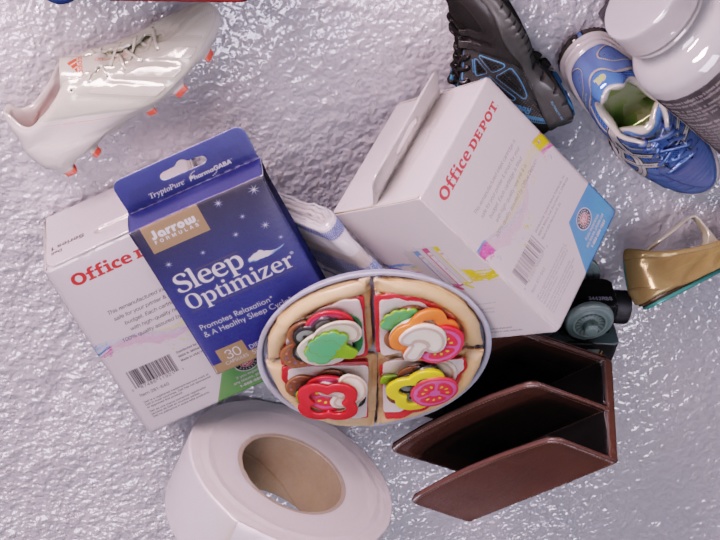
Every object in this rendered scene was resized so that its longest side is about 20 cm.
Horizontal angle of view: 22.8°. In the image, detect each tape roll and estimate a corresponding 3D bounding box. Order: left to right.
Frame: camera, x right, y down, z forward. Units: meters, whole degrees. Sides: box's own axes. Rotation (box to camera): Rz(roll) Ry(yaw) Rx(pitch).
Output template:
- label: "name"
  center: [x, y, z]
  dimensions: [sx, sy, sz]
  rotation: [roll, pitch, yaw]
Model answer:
- label: "tape roll"
  center: [-0.074, 0.209, 1.612]
  dimensions: [0.200, 0.203, 0.071]
  rotation: [15, 121, -21]

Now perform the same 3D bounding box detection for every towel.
- label: "towel"
  center: [0.000, 0.000, 1.528]
  dimensions: [0.200, 0.146, 0.024]
  rotation: [42, 80, -31]

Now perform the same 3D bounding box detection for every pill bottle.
- label: "pill bottle"
  center: [0.292, -0.168, 1.452]
  dimensions: [0.199, 0.111, 0.111]
  rotation: [34, 112, -30]

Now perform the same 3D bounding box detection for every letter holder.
- label: "letter holder"
  center: [0.111, 0.138, 1.603]
  dimensions: [0.141, 0.102, 0.199]
  rotation: [20, 147, -33]

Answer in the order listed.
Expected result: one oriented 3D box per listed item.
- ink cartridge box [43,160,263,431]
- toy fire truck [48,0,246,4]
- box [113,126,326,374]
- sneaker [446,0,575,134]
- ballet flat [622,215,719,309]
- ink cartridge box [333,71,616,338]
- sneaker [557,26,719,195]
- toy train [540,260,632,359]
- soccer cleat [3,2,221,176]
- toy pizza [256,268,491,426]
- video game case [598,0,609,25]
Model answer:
- label: "ink cartridge box"
  center: [-0.165, 0.021, 1.535]
  dimensions: [0.143, 0.084, 0.201]
  rotation: [-24, 126, 5]
- label: "toy fire truck"
  center: [-0.180, -0.246, 1.296]
  dimensions: [0.197, 0.169, 0.113]
  rotation: [0, 124, -12]
- label: "box"
  center: [-0.107, -0.013, 1.449]
  dimensions: [0.120, 0.033, 0.201]
  rotation: [-23, 126, 8]
- label: "sneaker"
  center: [0.102, -0.177, 1.462]
  dimensions: [0.081, 0.074, 0.201]
  rotation: [-29, 124, 11]
- label: "ballet flat"
  center: [0.329, -0.027, 1.615]
  dimensions: [0.198, 0.069, 0.064]
  rotation: [-21, 86, -13]
- label: "ink cartridge box"
  center: [0.087, -0.055, 1.474]
  dimensions: [0.200, 0.129, 0.125]
  rotation: [43, 152, -24]
- label: "sneaker"
  center: [0.243, -0.120, 1.528]
  dimensions: [0.076, 0.077, 0.199]
  rotation: [-43, 123, 16]
- label: "toy train"
  center: [0.147, 0.049, 1.626]
  dimensions: [0.197, 0.086, 0.115]
  rotation: [1, 134, -12]
- label: "soccer cleat"
  center: [-0.197, -0.154, 1.421]
  dimensions: [0.199, 0.070, 0.078]
  rotation: [-36, 121, 17]
- label: "toy pizza"
  center: [0.012, 0.075, 1.488]
  dimensions: [0.197, 0.032, 0.201]
  rotation: [-3, 138, -2]
- label: "video game case"
  center: [0.329, -0.236, 1.497]
  dimensions: [0.199, 0.026, 0.181]
  rotation: [26, 116, -26]
